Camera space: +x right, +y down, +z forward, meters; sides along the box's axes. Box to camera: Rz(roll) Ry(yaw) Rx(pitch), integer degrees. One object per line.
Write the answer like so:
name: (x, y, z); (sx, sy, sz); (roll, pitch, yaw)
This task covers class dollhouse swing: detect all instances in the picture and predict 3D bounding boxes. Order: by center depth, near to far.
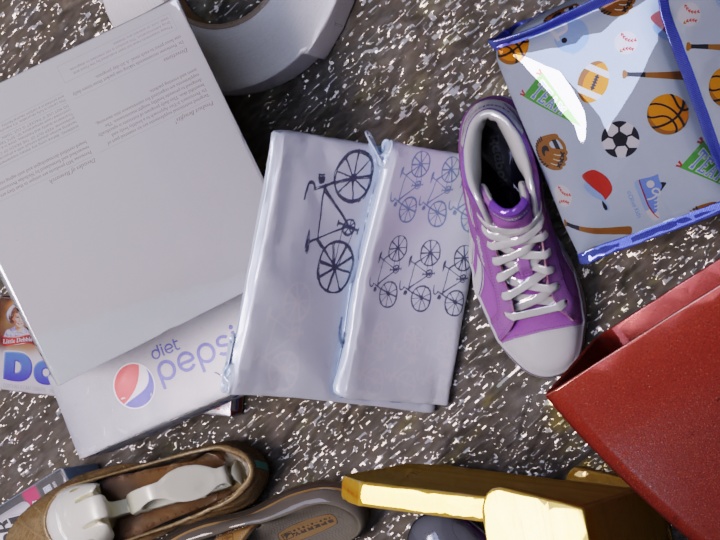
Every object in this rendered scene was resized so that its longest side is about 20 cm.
dollhouse swing: (0.101, 0.208, 1.521); (0.175, 0.200, 0.182); (-11, 86, 20)

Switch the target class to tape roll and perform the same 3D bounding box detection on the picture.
tape roll: (-0.097, -0.228, 1.690); (0.202, 0.037, 0.203); (0, 89, 22)

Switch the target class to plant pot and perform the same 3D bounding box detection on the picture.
plant pot: (0.263, 0.082, 1.472); (0.200, 0.200, 0.176); (-34, 89, 18)

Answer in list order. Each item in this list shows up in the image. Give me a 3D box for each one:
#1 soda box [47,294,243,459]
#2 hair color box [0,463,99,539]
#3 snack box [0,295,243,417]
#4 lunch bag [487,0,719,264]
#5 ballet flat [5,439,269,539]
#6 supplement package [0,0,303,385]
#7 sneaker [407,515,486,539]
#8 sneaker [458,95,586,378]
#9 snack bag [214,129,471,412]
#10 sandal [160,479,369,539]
soda box: (-0.119, 0.068, 1.656); (0.200, 0.063, 0.068); (-24, 84, 18)
hair color box: (-0.267, 0.237, 1.740); (0.200, 0.061, 0.099); (-32, 78, 19)
snack box: (-0.180, 0.063, 1.726); (0.200, 0.024, 0.072); (5, 92, 21)
lunch bag: (0.209, -0.118, 1.514); (0.200, 0.124, 0.170); (-20, 98, 17)
ballet flat: (-0.161, 0.167, 1.652); (0.200, 0.072, 0.068); (-15, 79, -6)
supplement package: (-0.173, -0.055, 1.603); (0.191, 0.147, 0.200); (-27, 96, -7)
sneaker: (0.081, 0.260, 1.589); (0.074, 0.088, 0.200); (-27, 80, 19)
sneaker: (0.103, -0.016, 1.556); (0.073, 0.114, 0.201); (-16, 96, 7)
snack bag: (0.000, 0.000, 1.575); (0.021, 0.200, 0.189); (16, 96, 49)
sandal: (-0.082, 0.214, 1.656); (0.200, 0.082, 0.055); (-22, 46, 13)
